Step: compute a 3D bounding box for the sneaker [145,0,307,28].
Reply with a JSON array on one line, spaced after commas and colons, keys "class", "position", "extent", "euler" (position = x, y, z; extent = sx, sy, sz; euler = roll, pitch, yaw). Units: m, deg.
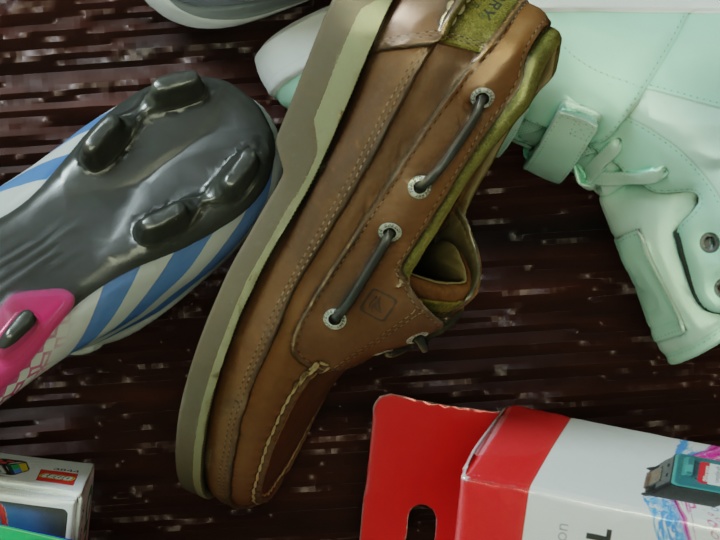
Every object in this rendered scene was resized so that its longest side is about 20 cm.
[{"class": "sneaker", "position": [0.020, -0.128, 0.878], "extent": [0.200, 0.115, 0.075], "euler": [-25, 90, 1]}]

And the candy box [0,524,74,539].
[{"class": "candy box", "position": [-0.133, 0.160, 0.839], "extent": [0.199, 0.077, 0.170], "euler": [11, 104, 3]}]

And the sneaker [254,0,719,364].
[{"class": "sneaker", "position": [0.068, -0.030, 0.895], "extent": [0.200, 0.074, 0.119], "euler": [-2, 84, -2]}]

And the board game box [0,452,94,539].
[{"class": "board game box", "position": [-0.156, 0.150, 0.898], "extent": [0.126, 0.035, 0.201], "euler": [8, 104, 0]}]

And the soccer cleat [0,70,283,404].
[{"class": "soccer cleat", "position": [-0.109, 0.013, 0.882], "extent": [0.200, 0.086, 0.070], "euler": [-29, 73, -12]}]

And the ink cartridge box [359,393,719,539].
[{"class": "ink cartridge box", "position": [0.087, 0.114, 0.870], "extent": [0.199, 0.067, 0.117], "euler": [10, 109, 13]}]

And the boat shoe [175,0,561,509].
[{"class": "boat shoe", "position": [0.000, 0.000, 0.865], "extent": [0.068, 0.072, 0.200], "euler": [24, 124, 5]}]
